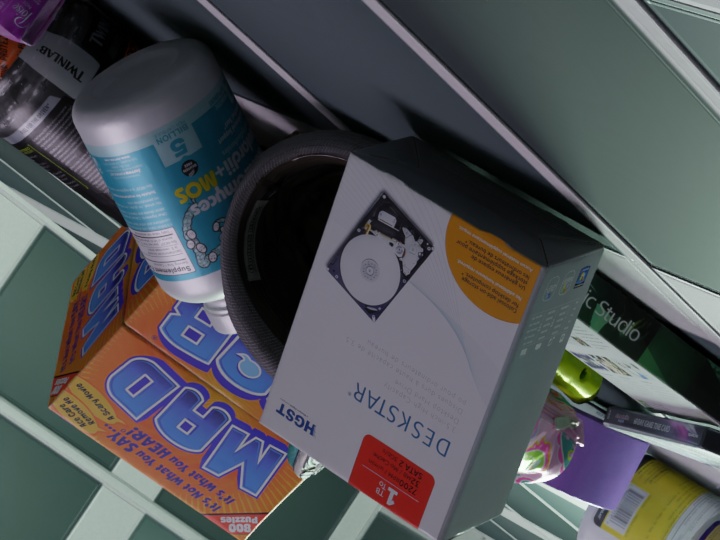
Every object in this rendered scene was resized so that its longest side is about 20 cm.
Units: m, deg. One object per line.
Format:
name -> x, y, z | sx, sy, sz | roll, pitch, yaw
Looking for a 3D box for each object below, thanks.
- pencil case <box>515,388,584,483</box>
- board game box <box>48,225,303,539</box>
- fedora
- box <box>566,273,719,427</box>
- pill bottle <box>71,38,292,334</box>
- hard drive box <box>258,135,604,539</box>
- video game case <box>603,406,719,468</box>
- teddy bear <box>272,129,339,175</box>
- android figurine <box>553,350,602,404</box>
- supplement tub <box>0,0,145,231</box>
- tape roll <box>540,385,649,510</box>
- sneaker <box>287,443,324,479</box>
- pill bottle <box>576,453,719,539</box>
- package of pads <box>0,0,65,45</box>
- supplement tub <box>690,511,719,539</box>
pencil case -> 0.097, 0.098, 1.848 | 0.087, 0.088, 0.200 | 29, 175, 34
board game box -> -0.106, 0.048, 1.998 | 0.200, 0.200, 0.200 | 37, -157, -18
fedora -> 0.000, 0.000, 1.694 | 0.200, 0.177, 0.090 | 42, -164, 18
box -> 0.157, 0.034, 1.679 | 0.199, 0.036, 0.144 | 35, 173, -13
pill bottle -> -0.116, -0.055, 1.762 | 0.111, 0.111, 0.201 | 22, 143, 59
hard drive box -> 0.043, 0.042, 1.556 | 0.155, 0.201, 0.077 | 30, -154, 26
video game case -> 0.267, 0.132, 1.747 | 0.142, 0.019, 0.200 | 21, 177, -13
teddy bear -> -0.018, -0.051, 1.834 | 0.144, 0.067, 0.200 | 30, 167, -15
android figurine -> 0.106, 0.039, 1.919 | 0.182, 0.041, 0.200 | 28, 172, 42
supplement tub -> -0.202, -0.123, 1.899 | 0.200, 0.123, 0.122 | 37, 172, -20
tape roll -> 0.138, 0.123, 2.053 | 0.199, 0.066, 0.200 | 27, -176, -2
sneaker -> -0.028, 0.065, 1.859 | 0.079, 0.077, 0.201 | 29, 127, 29
pill bottle -> 0.296, 0.252, 2.159 | 0.199, 0.112, 0.112 | 31, 172, 25
package of pads -> -0.308, -0.242, 1.787 | 0.199, 0.076, 0.120 | 28, 172, 42
supplement tub -> 0.342, 0.262, 1.886 | 0.145, 0.146, 0.200 | 37, 173, -20
